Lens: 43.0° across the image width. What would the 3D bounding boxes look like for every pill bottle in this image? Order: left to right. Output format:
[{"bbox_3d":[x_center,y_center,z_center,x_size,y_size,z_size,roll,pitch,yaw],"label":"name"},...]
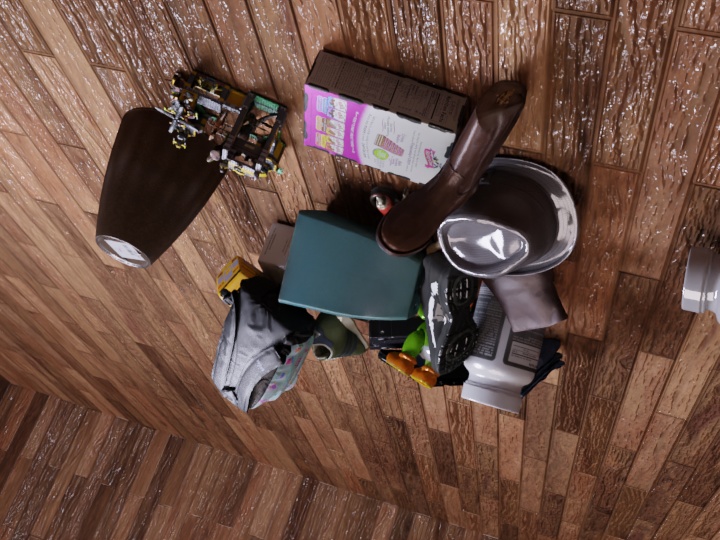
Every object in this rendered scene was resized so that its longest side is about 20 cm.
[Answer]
[{"bbox_3d":[0.224,0.110,1.421,0.114,0.204,0.116,15,176,1],"label":"pill bottle"},{"bbox_3d":[0.513,0.025,1.153,0.197,0.114,0.112,10,153,25],"label":"pill bottle"}]

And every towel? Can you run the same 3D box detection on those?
[{"bbox_3d":[0.266,0.171,1.564,0.110,0.199,0.050,-2,105,35],"label":"towel"}]

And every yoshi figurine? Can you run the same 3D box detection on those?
[{"bbox_3d":[0.121,0.083,1.512,0.111,0.202,0.112,29,177,18],"label":"yoshi figurine"}]

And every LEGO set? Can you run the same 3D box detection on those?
[{"bbox_3d":[-0.197,-0.181,1.292,0.197,0.117,0.154,26,155,-11],"label":"LEGO set"}]

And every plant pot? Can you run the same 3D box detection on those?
[{"bbox_3d":[-0.331,-0.114,1.436,0.184,0.203,0.188,17,155,8],"label":"plant pot"},{"bbox_3d":[0.000,0.000,1.415,0.196,0.144,0.141,15,-173,13],"label":"plant pot"}]

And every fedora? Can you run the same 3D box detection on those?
[{"bbox_3d":[0.180,-0.053,1.212,0.197,0.090,0.180,7,125,31],"label":"fedora"}]

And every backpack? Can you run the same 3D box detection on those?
[{"bbox_3d":[-0.158,0.130,1.482,0.167,0.125,0.202,42,123,30],"label":"backpack"}]

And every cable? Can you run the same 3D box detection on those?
[{"bbox_3d":[0.064,-0.066,1.399,0.095,0.051,0.201,14,155,18],"label":"cable"}]

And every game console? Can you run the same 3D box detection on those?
[{"bbox_3d":[0.157,0.146,1.662,0.174,0.118,0.199,28,-172,28],"label":"game console"}]

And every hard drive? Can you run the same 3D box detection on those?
[{"bbox_3d":[0.112,0.109,1.627,0.196,0.039,0.140,-2,167,1],"label":"hard drive"}]

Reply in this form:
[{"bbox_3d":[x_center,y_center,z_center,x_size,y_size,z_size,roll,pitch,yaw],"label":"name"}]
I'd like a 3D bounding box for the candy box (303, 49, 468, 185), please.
[{"bbox_3d":[0.028,-0.189,1.166,0.197,0.062,0.137,20,155,4],"label":"candy box"}]

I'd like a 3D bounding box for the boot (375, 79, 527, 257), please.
[{"bbox_3d":[0.108,-0.121,1.063,0.064,0.186,0.201,41,142,7],"label":"boot"}]

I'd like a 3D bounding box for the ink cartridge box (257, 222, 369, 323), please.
[{"bbox_3d":[-0.064,0.005,1.604,0.196,0.086,0.147,14,155,14],"label":"ink cartridge box"}]

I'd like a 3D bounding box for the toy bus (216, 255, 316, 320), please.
[{"bbox_3d":[-0.154,0.063,1.585,0.065,0.079,0.199,-44,121,15],"label":"toy bus"}]

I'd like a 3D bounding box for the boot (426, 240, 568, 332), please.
[{"bbox_3d":[0.196,0.014,1.342,0.198,0.072,0.169,-13,100,42],"label":"boot"}]

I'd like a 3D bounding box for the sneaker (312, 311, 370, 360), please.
[{"bbox_3d":[-0.046,0.118,1.580,0.067,0.090,0.201,47,174,23],"label":"sneaker"}]

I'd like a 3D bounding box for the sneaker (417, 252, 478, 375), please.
[{"bbox_3d":[0.126,0.062,1.368,0.091,0.075,0.203,37,134,45],"label":"sneaker"}]
